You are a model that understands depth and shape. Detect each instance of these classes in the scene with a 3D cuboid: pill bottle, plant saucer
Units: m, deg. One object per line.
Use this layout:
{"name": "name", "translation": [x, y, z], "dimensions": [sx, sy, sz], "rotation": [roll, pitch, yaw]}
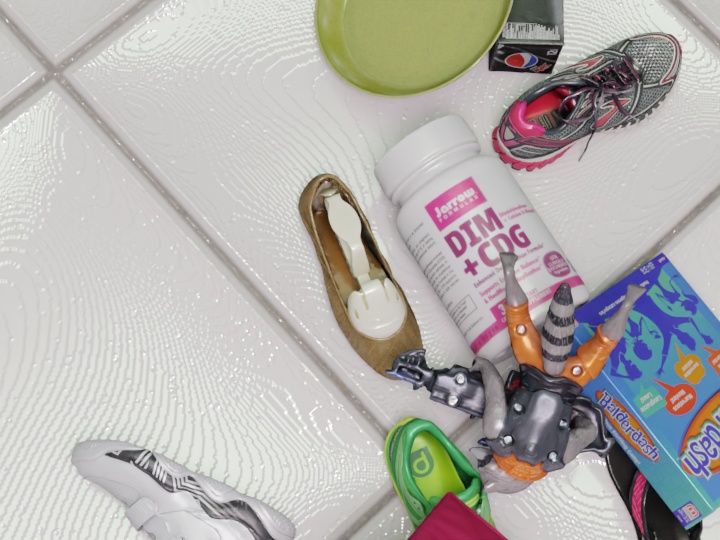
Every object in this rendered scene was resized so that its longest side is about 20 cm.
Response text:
{"name": "pill bottle", "translation": [0.102, -0.029, 1.265], "dimensions": [0.113, 0.113, 0.200], "rotation": [-30, 77, -11]}
{"name": "plant saucer", "translation": [0.053, -0.248, 1.337], "dimensions": [0.199, 0.031, 0.201], "rotation": [-8, 71, 24]}

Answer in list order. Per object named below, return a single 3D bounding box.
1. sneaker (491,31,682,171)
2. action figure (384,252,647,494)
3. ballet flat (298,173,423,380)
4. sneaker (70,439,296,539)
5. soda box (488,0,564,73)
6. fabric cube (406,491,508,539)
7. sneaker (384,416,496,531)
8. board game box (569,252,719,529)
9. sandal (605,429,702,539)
{"name": "sneaker", "translation": [0.217, -0.159, 1.332], "dimensions": [0.200, 0.075, 0.081], "rotation": [-33, 78, -13]}
{"name": "action figure", "translation": [0.120, 0.088, 1.157], "dimensions": [0.199, 0.105, 0.194], "rotation": [12, 102, 1]}
{"name": "ballet flat", "translation": [0.000, 0.000, 1.272], "dimensions": [0.068, 0.072, 0.201], "rotation": [-19, 76, -8]}
{"name": "sneaker", "translation": [-0.163, 0.221, 1.195], "dimensions": [0.199, 0.075, 0.115], "rotation": [24, 71, 0]}
{"name": "soda box", "translation": [0.156, -0.291, 1.368], "dimensions": [0.063, 0.071, 0.201], "rotation": [3, 74, -2]}
{"name": "fabric cube", "translation": [0.067, 0.320, 1.082], "dimensions": [0.200, 0.199, 0.196], "rotation": [38, 102, 8]}
{"name": "sneaker", "translation": [0.078, 0.213, 1.207], "dimensions": [0.074, 0.084, 0.200], "rotation": [-28, 78, -11]}
{"name": "board game box", "translation": [0.270, 0.099, 1.244], "dimensions": [0.152, 0.045, 0.200], "rotation": [-30, 77, -37]}
{"name": "sandal", "translation": [0.263, 0.206, 1.240], "dimensions": [0.075, 0.045, 0.201], "rotation": [-10, 74, -6]}
